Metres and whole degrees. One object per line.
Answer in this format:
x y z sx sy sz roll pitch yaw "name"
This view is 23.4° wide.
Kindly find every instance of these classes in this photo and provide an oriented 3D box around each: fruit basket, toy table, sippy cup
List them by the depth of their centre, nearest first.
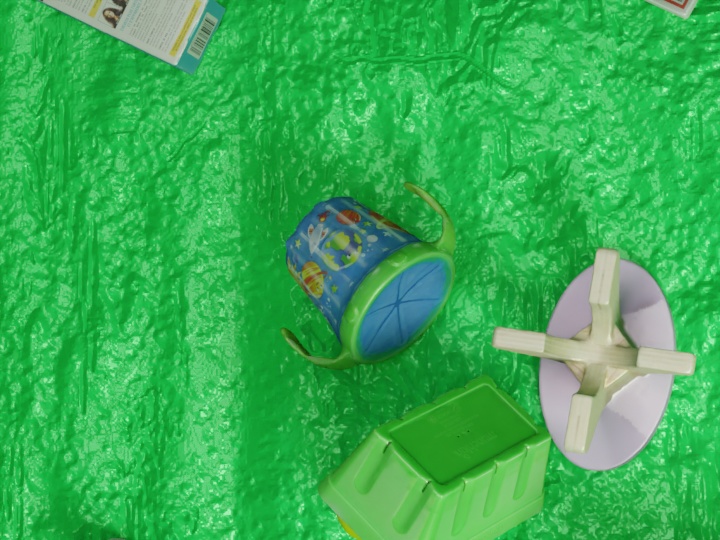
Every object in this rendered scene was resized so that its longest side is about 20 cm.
0.222 0.082 1.602 0.184 0.117 0.200 -4 80 17 "toy table"
0.057 0.210 1.614 0.155 0.216 0.216 43 96 25 "fruit basket"
0.000 0.000 1.682 0.178 0.140 0.130 -32 57 -29 "sippy cup"

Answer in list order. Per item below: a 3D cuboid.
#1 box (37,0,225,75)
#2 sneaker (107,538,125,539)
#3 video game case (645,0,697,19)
-0.249 -0.285 1.834 0.200 0.049 0.082 27 91 19 "box"
-0.199 0.340 1.722 0.200 0.071 0.073 34 93 19 "sneaker"
0.265 -0.350 1.698 0.200 0.017 0.143 29 92 19 "video game case"
